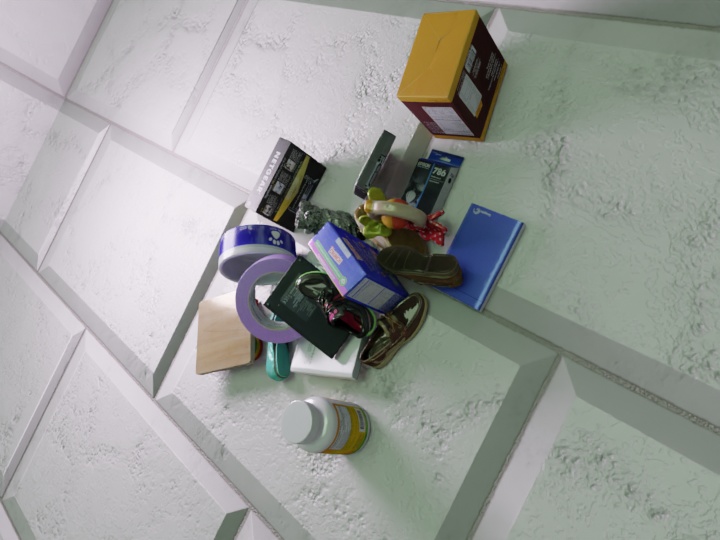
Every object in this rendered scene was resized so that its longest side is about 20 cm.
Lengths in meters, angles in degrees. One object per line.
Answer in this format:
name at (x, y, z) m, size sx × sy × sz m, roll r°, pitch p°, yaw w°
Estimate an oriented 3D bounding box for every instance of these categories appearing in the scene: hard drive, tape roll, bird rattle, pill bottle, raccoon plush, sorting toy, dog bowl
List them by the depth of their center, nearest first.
pill bottle at (-0.075, 0.327, 1.200) m, size 0.109 × 0.199 × 0.113 m, roll -12°, pitch 67°, yaw 30°
hard drive at (0.246, -0.030, 1.209) m, size 0.131 × 0.025 × 0.203 m, roll 28°, pitch 91°, yaw 38°
bird rattle at (0.086, -0.106, 1.212) m, size 0.197 × 0.163 × 0.115 m, roll 19°, pitch 90°, yaw 21°
hard drive at (-0.100, 0.082, 1.284) m, size 0.199 × 0.033 × 0.140 m, roll 38°, pitch 90°, yaw 1°
hard drive at (-0.072, 0.181, 1.335) m, size 0.198 × 0.027 × 0.134 m, roll -3°, pitch 63°, yaw 40°
hard drive at (0.030, -0.244, 1.339) m, size 0.037 × 0.200 × 0.141 m, roll 27°, pitch 92°, yaw -3°
tape roll at (-0.194, 0.066, 1.351) m, size 0.196 × 0.066 × 0.204 m, roll 0°, pitch 101°, yaw 2°
raccoon plush at (-0.066, -0.129, 1.390) m, size 0.197 × 0.133 × 0.099 m, roll -14°, pitch 65°, yaw 31°
dog bowl at (-0.261, -0.036, 1.455) m, size 0.197 × 0.199 × 0.080 m, roll -18°, pitch 62°, yaw 28°
sorting toy at (-0.344, 0.168, 1.524) m, size 0.197 × 0.069 × 0.203 m, roll -16°, pitch 66°, yaw 29°

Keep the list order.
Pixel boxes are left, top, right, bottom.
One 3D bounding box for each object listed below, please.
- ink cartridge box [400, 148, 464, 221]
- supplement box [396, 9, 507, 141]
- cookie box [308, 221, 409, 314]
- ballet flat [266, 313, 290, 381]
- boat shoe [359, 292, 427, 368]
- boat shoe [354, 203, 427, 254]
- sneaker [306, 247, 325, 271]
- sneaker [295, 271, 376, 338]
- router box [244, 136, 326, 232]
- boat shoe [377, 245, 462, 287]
ink cartridge box at (0.155, -0.189, 1.319) m, size 0.099 × 0.039 × 0.203 m, roll 22°, pitch 87°, yaw 38°
supplement box at (0.208, -0.423, 1.260) m, size 0.131 × 0.199 × 0.201 m, roll 14°, pitch 82°, yaw 37°
cookie box at (0.000, 0.000, 1.260) m, size 0.075 × 0.199 × 0.172 m, roll -44°, pitch 55°, yaw 13°
ballet flat at (-0.212, 0.178, 1.434) m, size 0.070 × 0.067 × 0.204 m, roll -23°, pitch 59°, yaw 42°
boat shoe at (0.069, 0.129, 1.248) m, size 0.201 × 0.072 × 0.072 m, roll -50°, pitch 54°, yaw 11°
boat shoe at (0.071, -0.078, 1.319) m, size 0.199 × 0.069 × 0.074 m, roll 39°, pitch 72°, yaw 16°
sneaker at (-0.075, 0.028, 1.396) m, size 0.201 × 0.070 × 0.081 m, roll 51°, pitch 124°, yaw 35°
sneaker at (-0.053, 0.072, 1.219) m, size 0.198 × 0.084 × 0.077 m, roll 34°, pitch 114°, yaw 3°
router box at (-0.194, -0.221, 1.498) m, size 0.052 × 0.157 × 0.202 m, roll 28°, pitch 90°, yaw 37°
boat shoe at (0.124, 0.000, 1.220) m, size 0.198 × 0.068 × 0.072 m, roll 15°, pitch 60°, yaw 37°
